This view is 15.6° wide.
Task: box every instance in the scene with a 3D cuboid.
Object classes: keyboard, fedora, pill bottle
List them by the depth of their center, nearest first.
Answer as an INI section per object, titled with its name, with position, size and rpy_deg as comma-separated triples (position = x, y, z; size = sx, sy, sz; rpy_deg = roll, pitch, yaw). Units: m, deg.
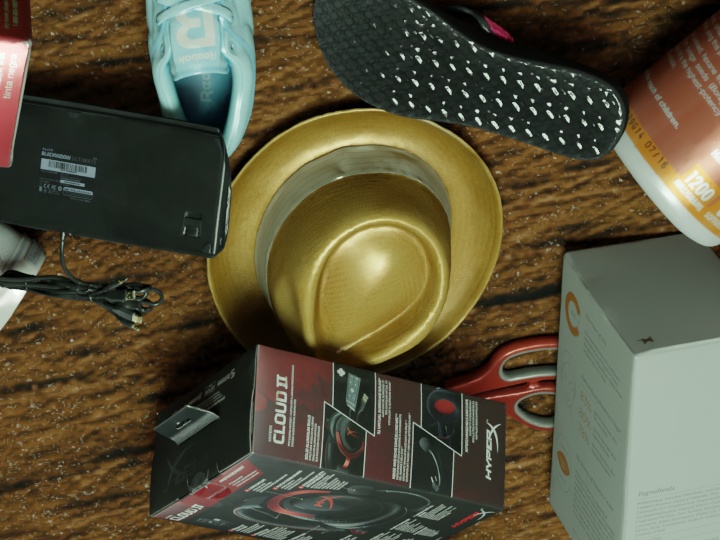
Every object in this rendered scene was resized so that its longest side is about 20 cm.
[keyboard]
position = -0.172, -0.037, 1.554
size = 0.199, 0.021, 0.128
rpy_deg = 11, 100, 18
[pill bottle]
position = 0.252, -0.115, 1.574
size = 0.200, 0.112, 0.112
rpy_deg = -40, 119, 17
[fedora]
position = 0.000, 0.000, 1.627
size = 0.200, 0.082, 0.201
rpy_deg = -3, 122, -5

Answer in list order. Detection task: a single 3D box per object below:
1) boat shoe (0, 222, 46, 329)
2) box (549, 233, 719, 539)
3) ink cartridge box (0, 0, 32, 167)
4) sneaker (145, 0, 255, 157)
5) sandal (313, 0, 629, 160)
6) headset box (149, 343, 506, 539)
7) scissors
[boat shoe]
position = -0.275, 0.046, 1.629
size = 0.068, 0.072, 0.200
rpy_deg = 36, 115, -10
[box]
position = 0.190, 0.096, 1.683
size = 0.097, 0.125, 0.201
rpy_deg = -9, 124, -15
[ink cartridge box]
position = -0.288, -0.137, 1.462
size = 0.199, 0.147, 0.083
rpy_deg = 7, 120, -13
[sneaker]
position = -0.091, -0.152, 1.519
size = 0.074, 0.082, 0.201
rpy_deg = -12, 123, -2
[sandal]
position = 0.065, -0.121, 1.570
size = 0.199, 0.045, 0.075
rpy_deg = 21, 121, 4
[headset box]
position = -0.030, 0.117, 1.647
size = 0.199, 0.075, 0.149
rpy_deg = 14, 154, -25
[scissors]
position = 0.054, 0.078, 1.728
size = 0.199, 0.014, 0.073
rpy_deg = -3, 125, -5
